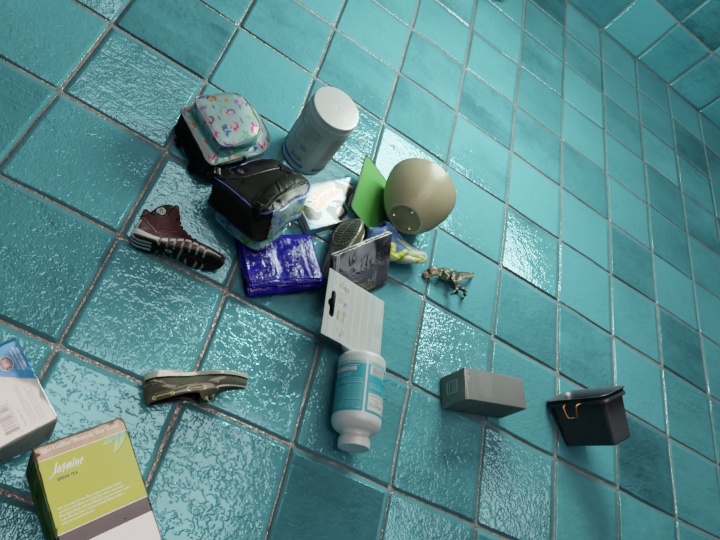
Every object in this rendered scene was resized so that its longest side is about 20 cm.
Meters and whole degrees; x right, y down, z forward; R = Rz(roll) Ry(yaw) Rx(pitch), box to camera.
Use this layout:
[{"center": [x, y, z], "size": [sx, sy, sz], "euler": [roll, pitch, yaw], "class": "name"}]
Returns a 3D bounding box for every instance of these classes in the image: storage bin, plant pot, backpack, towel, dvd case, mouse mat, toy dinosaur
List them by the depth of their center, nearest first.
[{"center": [-0.224, -0.157, 1.329], "size": [0.182, 0.148, 0.199], "euler": [36, 41, 15], "class": "backpack"}, {"center": [-0.183, -0.018, 1.363], "size": [0.197, 0.049, 0.150], "euler": [-3, 69, -35], "class": "towel"}, {"center": [-0.311, -0.320, 1.379], "size": [0.198, 0.150, 0.179], "euler": [-21, 77, -44], "class": "backpack"}, {"center": [0.000, 0.000, 1.427], "size": [0.198, 0.151, 0.016], "euler": [-23, 40, -39], "class": "dvd case"}, {"center": [0.140, -0.175, 1.560], "size": [0.200, 0.200, 0.135], "euler": [41, 48, -8], "class": "plant pot"}, {"center": [0.036, -0.190, 1.585], "size": [0.161, 0.007, 0.203], "euler": [48, 42, -38], "class": "mouse mat"}, {"center": [0.621, 0.400, 1.599], "size": [0.144, 0.199, 0.137], "euler": [-9, 80, -36], "class": "storage bin"}, {"center": [0.264, 0.031, 1.642], "size": [0.197, 0.047, 0.089], "euler": [6, 56, -35], "class": "toy dinosaur"}]

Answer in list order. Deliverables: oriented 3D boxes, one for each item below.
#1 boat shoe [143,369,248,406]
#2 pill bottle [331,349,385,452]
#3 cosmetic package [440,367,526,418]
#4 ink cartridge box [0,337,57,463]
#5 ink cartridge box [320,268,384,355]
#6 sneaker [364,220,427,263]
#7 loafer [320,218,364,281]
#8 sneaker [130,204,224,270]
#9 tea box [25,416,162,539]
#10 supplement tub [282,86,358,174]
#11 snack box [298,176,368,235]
[{"center": [-0.313, 0.226, 1.135], "size": [0.198, 0.072, 0.061], "euler": [4, 65, -25], "class": "boat shoe"}, {"center": [-0.005, 0.285, 1.283], "size": [0.109, 0.111, 0.203], "euler": [22, 56, -22], "class": "pill bottle"}, {"center": [0.308, 0.310, 1.485], "size": [0.197, 0.107, 0.092], "euler": [16, 57, -24], "class": "cosmetic package"}, {"center": [-0.594, 0.228, 0.893], "size": [0.198, 0.144, 0.149], "euler": [-26, 81, -40], "class": "ink cartridge box"}, {"center": [-0.026, 0.111, 1.365], "size": [0.198, 0.057, 0.165], "euler": [30, 54, -36], "class": "ink cartridge box"}, {"center": [0.095, -0.073, 1.542], "size": [0.197, 0.075, 0.107], "euler": [4, 89, -32], "class": "sneaker"}, {"center": [-0.040, -0.044, 1.464], "size": [0.202, 0.074, 0.070], "euler": [-64, 148, -31], "class": "loafer"}, {"center": [-0.375, -0.082, 1.253], "size": [0.197, 0.076, 0.117], "euler": [20, 53, -23], "class": "sneaker"}, {"center": [-0.416, 0.360, 0.909], "size": [0.132, 0.200, 0.200], "euler": [-14, 73, -37], "class": "tea box"}, {"center": [-0.103, -0.348, 1.491], "size": [0.130, 0.200, 0.134], "euler": [15, 58, -26], "class": "supplement tub"}, {"center": [-0.081, -0.168, 1.517], "size": [0.198, 0.037, 0.118], "euler": [-19, 79, -39], "class": "snack box"}]
